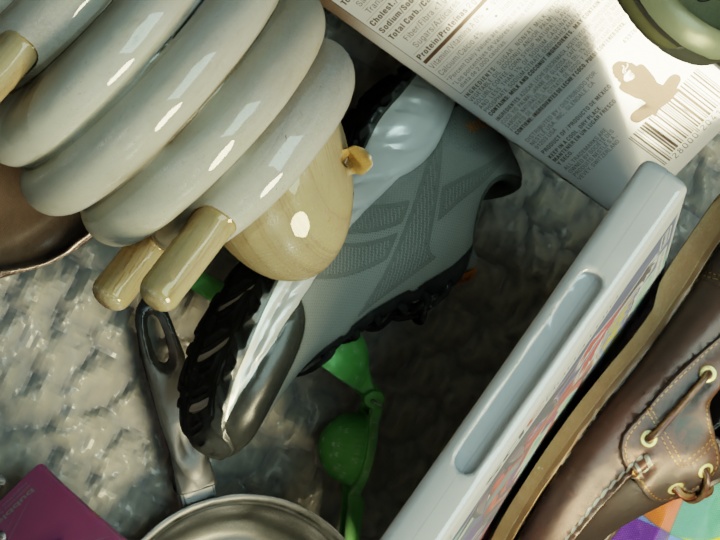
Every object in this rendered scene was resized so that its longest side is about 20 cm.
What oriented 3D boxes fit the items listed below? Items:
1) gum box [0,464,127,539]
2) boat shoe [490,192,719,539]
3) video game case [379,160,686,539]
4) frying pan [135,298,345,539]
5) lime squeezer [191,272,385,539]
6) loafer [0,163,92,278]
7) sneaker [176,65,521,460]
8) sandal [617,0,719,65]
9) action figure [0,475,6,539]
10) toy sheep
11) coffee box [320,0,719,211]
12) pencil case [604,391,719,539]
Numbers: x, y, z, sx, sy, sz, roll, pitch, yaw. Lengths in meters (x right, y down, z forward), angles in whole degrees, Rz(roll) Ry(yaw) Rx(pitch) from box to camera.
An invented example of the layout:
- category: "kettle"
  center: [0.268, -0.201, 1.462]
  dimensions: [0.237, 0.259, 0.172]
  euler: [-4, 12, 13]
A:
- category: "gum box"
  center: [-0.151, 0.174, 0.831]
  dimensions: [0.200, 0.113, 0.066]
  euler: [-45, 115, -10]
- category: "boat shoe"
  center: [0.128, 0.060, 0.946]
  dimensions: [0.070, 0.070, 0.200]
  euler: [35, 91, 15]
- category: "video game case"
  center: [0.067, 0.058, 0.915]
  dimensions: [0.023, 0.200, 0.182]
  euler: [34, 82, 10]
- category: "frying pan"
  center: [-0.072, 0.118, 0.928]
  dimensions: [0.115, 0.031, 0.190]
  euler: [-39, 98, -13]
- category: "lime squeezer"
  center: [-0.020, 0.065, 0.949]
  dimensions: [0.071, 0.038, 0.200]
  euler: [-30, 111, -23]
- category: "loafer"
  center: [-0.175, -0.023, 0.829]
  dimensions: [0.200, 0.071, 0.073]
  euler: [-6, 99, -30]
- category: "sneaker"
  center: [0.000, 0.000, 0.905]
  dimensions: [0.079, 0.074, 0.200]
  euler: [43, 60, -11]
- category: "sandal"
  center: [0.106, -0.176, 0.869]
  dimensions: [0.080, 0.057, 0.201]
  euler: [-23, 84, -44]
- category: "action figure"
  center: [-0.181, 0.135, 0.742]
  dimensions: [0.102, 0.119, 0.200]
  euler: [40, 43, -27]
- category: "toy sheep"
  center: [-0.079, -0.071, 0.803]
  dimensions: [0.200, 0.138, 0.138]
  euler: [44, 74, -20]
- category: "coffee box"
  center: [0.051, -0.123, 0.913]
  dimensions: [0.200, 0.114, 0.080]
  euler: [33, 112, -28]
- category: "pencil case"
  center: [0.142, 0.090, 1.020]
  dimensions: [0.088, 0.088, 0.200]
  euler: [31, 81, -29]
